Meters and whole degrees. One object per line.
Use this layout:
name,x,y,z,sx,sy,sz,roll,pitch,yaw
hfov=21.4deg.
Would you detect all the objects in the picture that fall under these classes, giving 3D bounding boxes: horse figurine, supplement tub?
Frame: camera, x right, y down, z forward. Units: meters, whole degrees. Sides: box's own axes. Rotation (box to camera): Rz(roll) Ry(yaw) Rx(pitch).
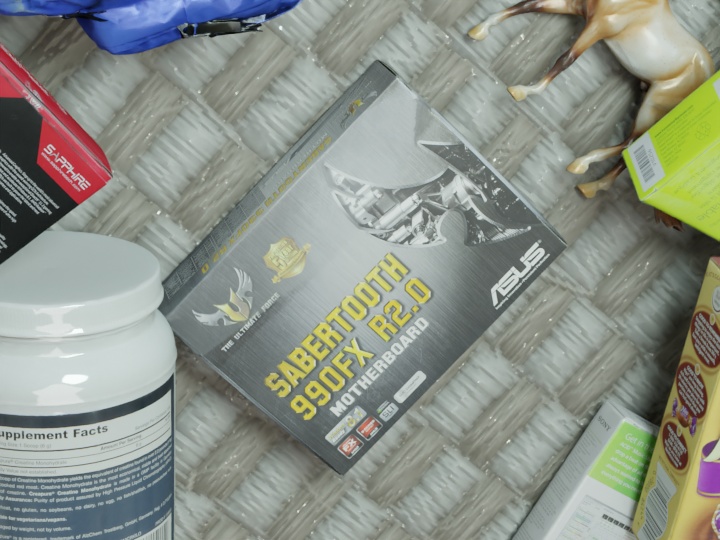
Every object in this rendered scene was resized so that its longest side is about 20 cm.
horse figurine,0.160,-0.121,1.137,0.132,0.050,0.200,-36,114,5
supplement tub,-0.173,0.091,1.073,0.140,0.140,0.201,-3,110,-14

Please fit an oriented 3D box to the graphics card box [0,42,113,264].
graphics card box,-0.243,-0.036,0.965,0.200,0.051,0.126,-38,128,6

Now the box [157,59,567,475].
box,0.000,0.000,1.138,0.200,0.048,0.158,-45,115,4

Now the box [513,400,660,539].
box,0.167,0.201,1.258,0.144,0.036,0.200,29,101,-23

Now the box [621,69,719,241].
box,0.266,-0.056,1.126,0.200,0.048,0.122,23,128,-38

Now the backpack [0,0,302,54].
backpack,-0.125,-0.197,0.969,0.199,0.163,0.168,-14,116,-11

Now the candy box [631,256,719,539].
candy box,0.249,0.093,1.169,0.116,0.057,0.201,2,116,-17
